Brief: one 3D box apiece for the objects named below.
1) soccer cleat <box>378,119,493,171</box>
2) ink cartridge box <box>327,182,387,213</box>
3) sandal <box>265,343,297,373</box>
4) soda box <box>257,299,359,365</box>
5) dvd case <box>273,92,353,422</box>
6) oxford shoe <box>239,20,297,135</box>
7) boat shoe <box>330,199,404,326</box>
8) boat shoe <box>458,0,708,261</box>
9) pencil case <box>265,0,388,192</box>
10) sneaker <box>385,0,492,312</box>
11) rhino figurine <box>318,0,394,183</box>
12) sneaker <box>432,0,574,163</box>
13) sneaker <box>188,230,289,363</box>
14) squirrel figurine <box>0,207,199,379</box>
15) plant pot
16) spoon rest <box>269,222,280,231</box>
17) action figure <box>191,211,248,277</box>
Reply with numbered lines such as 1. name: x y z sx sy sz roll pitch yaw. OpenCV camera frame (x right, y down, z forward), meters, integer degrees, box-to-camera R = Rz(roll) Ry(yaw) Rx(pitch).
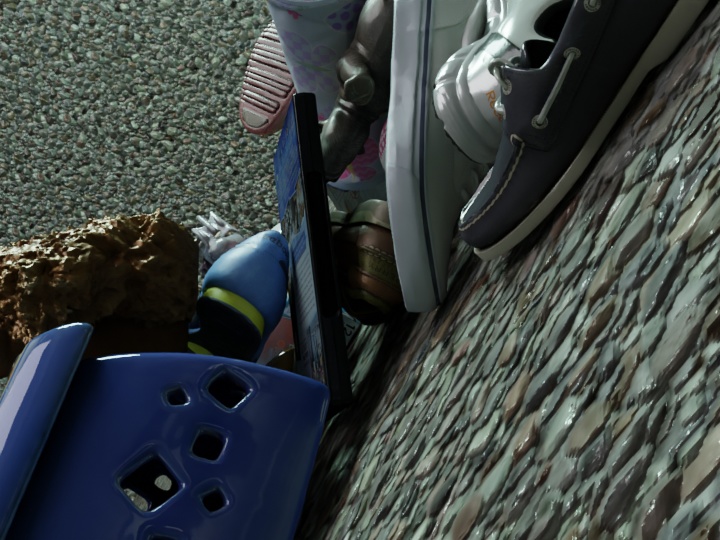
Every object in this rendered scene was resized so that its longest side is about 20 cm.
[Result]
1. soccer cleat: 0.045 -0.076 0.826 0.086 0.070 0.200 -61 7 -17
2. ink cartridge box: -0.015 -0.102 1.066 0.050 0.162 0.200 -3 45 35
3. sandal: -0.060 0.086 0.892 0.082 0.055 0.200 122 161 -69
4. soda box: -0.075 0.103 1.001 0.200 0.064 0.068 -60 7 10
5. dvd case: -0.034 -0.001 0.797 0.143 0.018 0.200 128 136 -75
6. oxford shoe: -0.028 -0.193 0.988 0.200 0.070 0.075 -59 -36 1
7. boat shoe: 0.000 0.000 0.827 0.200 0.072 0.068 125 168 -82
8. boat shoe: 0.092 -0.091 0.549 0.200 0.063 0.073 -56 7 32
9. pencil case: -0.017 -0.153 0.896 0.083 0.091 0.200 -51 -30 -27
10. sneaker: 0.053 -0.075 0.694 0.073 0.071 0.200 58 -147 -78
11. rhino figurine: 0.014 -0.134 0.802 0.200 0.060 0.087 -59 16 22
12. sneaker: 0.110 -0.136 0.670 0.080 0.074 0.200 -24 28 39
13. sneaker: -0.089 0.027 0.888 0.078 0.066 0.200 -61 5 -23
14. squirrel figurine: -0.211 0.026 0.811 0.200 0.186 0.142 118 154 -53
15. plant pot: -0.150 0.156 0.712 0.200 0.180 0.200 126 164 -54
16. spoon rest: -0.020 -0.032 1.133 0.200 0.099 0.061 -42 -29 -59
17. action figure: -0.094 0.017 1.094 0.069 0.130 0.200 -37 -30 3
